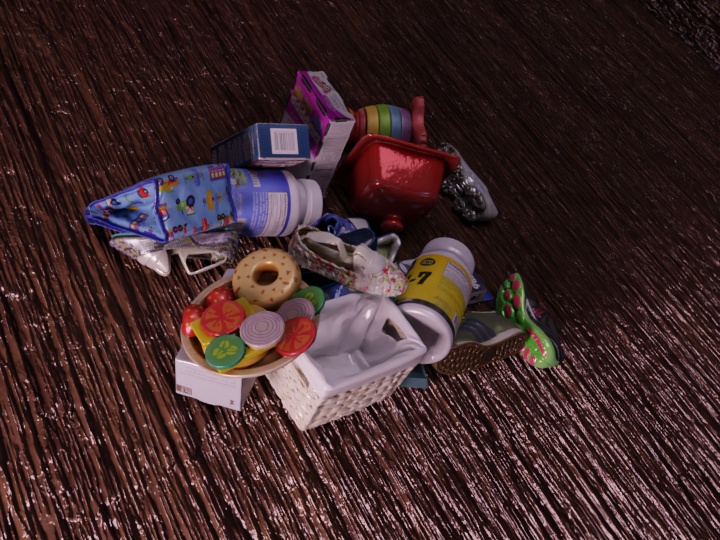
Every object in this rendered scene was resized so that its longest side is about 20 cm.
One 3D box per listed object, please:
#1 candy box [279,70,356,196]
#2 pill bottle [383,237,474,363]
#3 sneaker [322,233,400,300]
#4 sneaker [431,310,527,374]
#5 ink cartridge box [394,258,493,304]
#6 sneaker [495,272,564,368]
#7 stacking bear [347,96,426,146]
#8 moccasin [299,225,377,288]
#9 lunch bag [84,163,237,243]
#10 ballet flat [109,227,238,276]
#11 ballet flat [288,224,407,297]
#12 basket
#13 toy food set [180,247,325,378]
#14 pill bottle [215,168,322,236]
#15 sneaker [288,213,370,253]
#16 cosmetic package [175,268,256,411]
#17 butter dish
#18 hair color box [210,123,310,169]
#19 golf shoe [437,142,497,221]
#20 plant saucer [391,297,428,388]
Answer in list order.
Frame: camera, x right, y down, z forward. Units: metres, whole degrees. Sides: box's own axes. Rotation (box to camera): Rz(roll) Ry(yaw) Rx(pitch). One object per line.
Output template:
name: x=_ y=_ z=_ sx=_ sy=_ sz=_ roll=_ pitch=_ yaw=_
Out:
candy box: x=-0.091 y=-0.235 z=1.464 sx=0.060 sy=0.201 sz=0.138 roll=-8 pitch=53 yaw=-34
pill bottle: x=0.118 y=0.043 z=1.315 sx=0.113 sy=0.115 sz=0.201 roll=28 pitch=43 yaw=0
sneaker: x=0.000 y=0.000 z=1.356 sx=0.076 sy=0.077 sz=0.201 roll=46 pitch=48 yaw=-9
sneaker: x=0.182 y=0.114 z=1.377 sx=0.197 sy=0.068 sz=0.090 roll=-10 pitch=39 yaw=-31
ink cartridge box: x=0.155 y=0.019 z=1.471 sx=0.197 sy=0.040 sz=0.100 roll=-9 pitch=52 yaw=-37
sneaker: x=0.305 y=0.095 z=1.467 sx=0.083 sy=0.077 sz=0.203 roll=18 pitch=42 yaw=-39
stacking bear: x=0.024 y=-0.289 z=1.660 sx=0.196 sy=0.114 sz=0.124 roll=2 pitch=70 yaw=-13
moccasin: x=-0.058 y=-0.017 z=1.301 sx=0.198 sy=0.069 sz=0.080 roll=-32 pitch=47 yaw=-17
lunch bag: x=-0.312 y=-0.103 z=1.239 sx=0.197 sy=0.096 sz=0.150 roll=2 pitch=16 yaw=37
ballet flat: x=-0.281 y=-0.027 z=1.246 sx=0.196 sy=0.073 sz=0.073 roll=-4 pitch=49 yaw=-21
ballet flat: x=-0.022 y=-0.016 z=1.219 sx=0.196 sy=0.065 sz=0.076 roll=18 pitch=47 yaw=15
basket: x=-0.026 y=0.130 z=1.186 sx=0.198 sy=0.124 sz=0.136 roll=-15 pitch=56 yaw=-38
toy food set: x=-0.144 y=0.062 z=1.088 sx=0.198 sy=0.049 sz=0.198 roll=-26 pitch=47 yaw=-20
pill bottle: x=-0.167 y=-0.114 z=1.365 sx=0.197 sy=0.113 sz=0.113 roll=-3 pitch=49 yaw=-32
sneaker: x=-0.039 y=-0.060 z=1.403 sx=0.075 sy=0.089 sz=0.199 roll=41 pitch=40 yaw=17
cosmetic package: x=-0.181 y=0.094 z=1.161 sx=0.100 sy=0.075 sz=0.201 roll=13 pitch=39 yaw=5
butter dish: x=0.061 y=-0.139 z=1.499 sx=0.196 sy=0.199 sz=0.151 roll=12 pitch=66 yaw=-19
hair color box: x=-0.174 y=-0.201 z=1.391 sx=0.098 sy=0.199 sz=0.062 roll=-4 pitch=89 yaw=-32
golf shoe: x=0.218 y=-0.178 z=1.701 sx=0.096 sy=0.078 sz=0.202 roll=10 pitch=47 yaw=-46
plant saucer: x=0.061 y=0.105 z=1.345 sx=0.069 sy=0.019 sz=0.202 roll=7 pitch=44 yaw=-25
